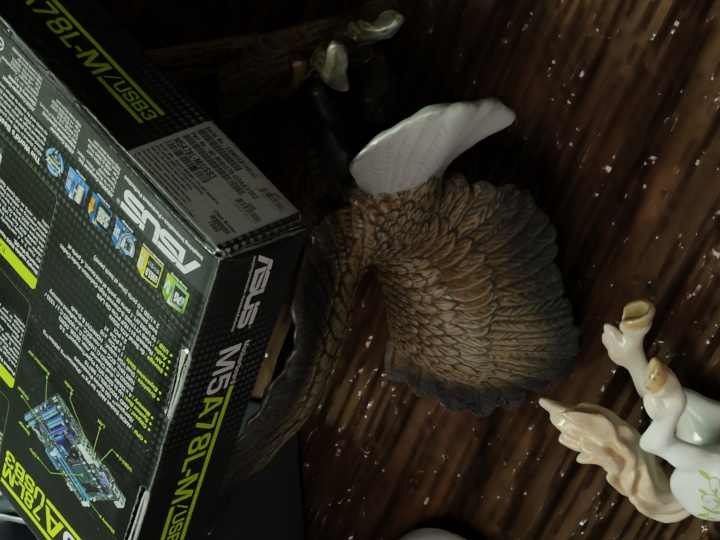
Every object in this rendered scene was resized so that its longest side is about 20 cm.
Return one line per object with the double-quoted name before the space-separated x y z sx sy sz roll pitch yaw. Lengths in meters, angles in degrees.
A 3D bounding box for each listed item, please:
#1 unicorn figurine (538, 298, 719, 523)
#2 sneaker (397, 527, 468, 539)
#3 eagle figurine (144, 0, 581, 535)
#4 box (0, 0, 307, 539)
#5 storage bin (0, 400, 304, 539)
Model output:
"unicorn figurine" 0.179 0.065 0.878 0.199 0.074 0.138 -3 131 43
"sneaker" 0.007 0.230 1.011 0.080 0.147 0.201 20 128 11
"eagle figurine" 0.000 -0.002 0.876 0.150 0.151 0.202 -4 108 17
"box" -0.116 -0.004 0.841 0.200 0.047 0.194 45 139 27
"storage bin" -0.093 0.152 1.014 0.144 0.135 0.202 10 124 19
